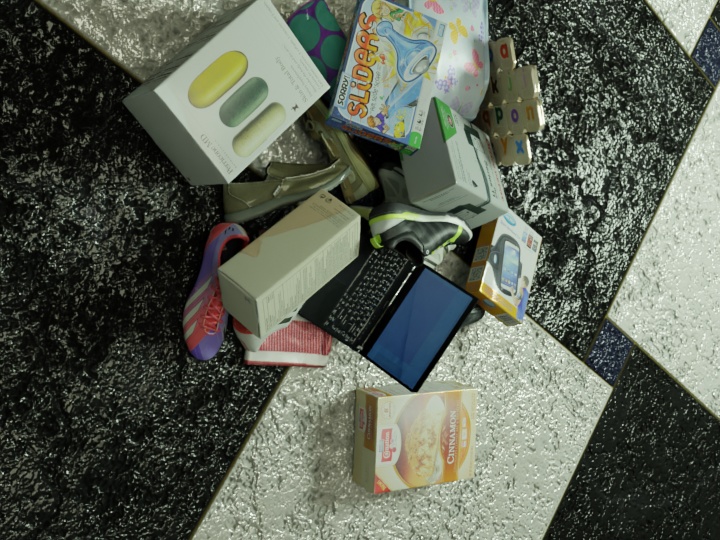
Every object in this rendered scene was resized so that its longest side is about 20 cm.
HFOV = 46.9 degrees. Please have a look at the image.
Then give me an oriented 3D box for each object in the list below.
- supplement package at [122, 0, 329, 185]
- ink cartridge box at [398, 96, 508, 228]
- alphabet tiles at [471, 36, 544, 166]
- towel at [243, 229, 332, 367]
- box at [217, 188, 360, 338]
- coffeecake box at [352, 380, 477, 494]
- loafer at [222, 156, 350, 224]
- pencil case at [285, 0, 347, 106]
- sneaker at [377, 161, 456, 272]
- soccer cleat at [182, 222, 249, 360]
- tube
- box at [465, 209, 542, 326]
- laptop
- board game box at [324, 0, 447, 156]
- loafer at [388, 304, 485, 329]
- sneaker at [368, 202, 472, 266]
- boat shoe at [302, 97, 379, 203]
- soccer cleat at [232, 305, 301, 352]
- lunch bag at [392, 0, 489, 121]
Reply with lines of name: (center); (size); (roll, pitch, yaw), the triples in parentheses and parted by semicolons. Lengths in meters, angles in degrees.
supplement package: (-0.181, -0.236, 1.115); (0.200, 0.150, 0.152); (-47, 115, -19)
ink cartridge box: (0.143, -0.161, 1.285); (0.199, 0.083, 0.148); (16, 58, -57)
alphabet tiles: (0.224, -0.265, 1.326); (0.014, 0.200, 0.198); (-17, 101, -22)
towel: (-0.101, 0.046, 1.260); (0.143, 0.023, 0.202); (7, 90, -30)
box: (-0.094, -0.011, 1.133); (0.200, 0.078, 0.095); (-40, 153, -29)
coffeecake box: (0.091, 0.269, 1.361); (0.198, 0.073, 0.155); (0, 95, -30)
loafer: (-0.109, -0.128, 1.195); (0.198, 0.075, 0.070); (-22, 97, -12)
pencil case: (-0.030, -0.297, 1.209); (0.092, 0.085, 0.201); (-39, 94, -18)
sneaker: (0.069, -0.069, 1.317); (0.116, 0.075, 0.201); (-49, 121, -19)
soccer cleat: (-0.200, 0.032, 1.159); (0.066, 0.076, 0.202); (12, 95, -31)
tube: (0.000, 0.000, 1.303); (0.057, 0.052, 0.202); (7, 97, 9)
box: (0.251, -0.020, 1.428); (0.119, 0.041, 0.202); (34, 62, -31)
laptop: (0.042, 0.053, 1.255); (0.199, 0.103, 0.178); (36, 87, -28)
board game box: (0.038, -0.277, 1.163); (0.134, 0.034, 0.202); (17, 74, -15)
loafer: (0.123, 0.082, 1.376); (0.199, 0.068, 0.071); (-6, 119, -36)
sneaker: (0.087, -0.043, 1.240); (0.199, 0.071, 0.084); (7, 70, -37)
boat shoe: (-0.046, -0.192, 1.251); (0.063, 0.073, 0.201); (-32, 118, 8)
soccer cleat: (-0.111, 0.036, 1.211); (0.200, 0.068, 0.086); (-47, 152, -32)
lunch bag: (0.105, -0.337, 1.296); (0.168, 0.127, 0.202); (0, 84, -33)
